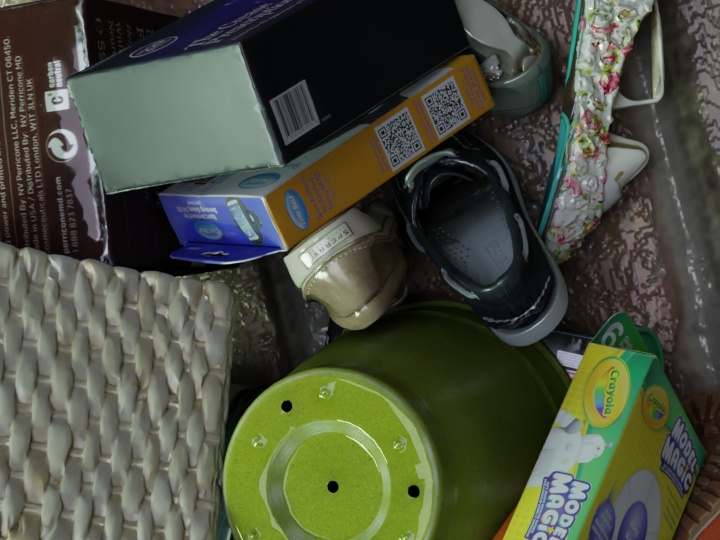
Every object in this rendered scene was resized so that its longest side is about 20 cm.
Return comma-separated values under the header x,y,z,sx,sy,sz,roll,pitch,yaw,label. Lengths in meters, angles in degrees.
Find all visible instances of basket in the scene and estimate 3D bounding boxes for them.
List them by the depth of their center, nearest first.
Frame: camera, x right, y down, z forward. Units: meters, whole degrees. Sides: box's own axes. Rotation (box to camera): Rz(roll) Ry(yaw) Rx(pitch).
x,y,z,sx,sy,sz,roll,pitch,yaw,label
-0.177,0.104,1.332,0.196,0.161,0.202,10,60,-11,basket

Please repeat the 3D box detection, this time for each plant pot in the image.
x,y,z,sx,sy,sz,roll,pitch,yaw,label
0.014,0.118,1.328,0.199,0.193,0.202,0,89,21,plant pot

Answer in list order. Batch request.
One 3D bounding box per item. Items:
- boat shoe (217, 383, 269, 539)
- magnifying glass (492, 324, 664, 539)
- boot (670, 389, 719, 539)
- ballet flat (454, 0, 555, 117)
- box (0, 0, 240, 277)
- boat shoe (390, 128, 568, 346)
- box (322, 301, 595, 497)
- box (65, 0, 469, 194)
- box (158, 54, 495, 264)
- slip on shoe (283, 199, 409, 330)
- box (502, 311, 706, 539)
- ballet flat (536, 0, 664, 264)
x,y,z,sx,sy,sz,roll,pitch,yaw,label
-0.070,0.175,1.477,0.061,0.075,0.202,7,84,31,boat shoe
0.124,0.106,1.321,0.022,0.200,0.080,11,132,34,magnifying glass
0.191,0.171,1.380,0.075,0.107,0.201,17,70,42,boot
0.038,-0.169,1.434,0.199,0.064,0.068,35,74,16,ballet flat
-0.193,-0.073,1.452,0.163,0.200,0.168,-8,88,20,box
0.061,-0.040,1.387,0.076,0.060,0.200,-41,45,3,boat shoe
0.066,0.107,1.436,0.198,0.049,0.161,9,91,21,box
-0.052,-0.122,1.351,0.140,0.200,0.079,-10,107,39,box
-0.029,-0.067,1.380,0.119,0.199,0.042,3,121,54,box
0.000,0.000,1.384,0.076,0.200,0.061,-37,88,1,slip on shoe
0.136,0.133,1.289,0.048,0.118,0.201,9,62,31,box
0.149,-0.096,1.395,0.063,0.076,0.202,10,97,4,ballet flat
